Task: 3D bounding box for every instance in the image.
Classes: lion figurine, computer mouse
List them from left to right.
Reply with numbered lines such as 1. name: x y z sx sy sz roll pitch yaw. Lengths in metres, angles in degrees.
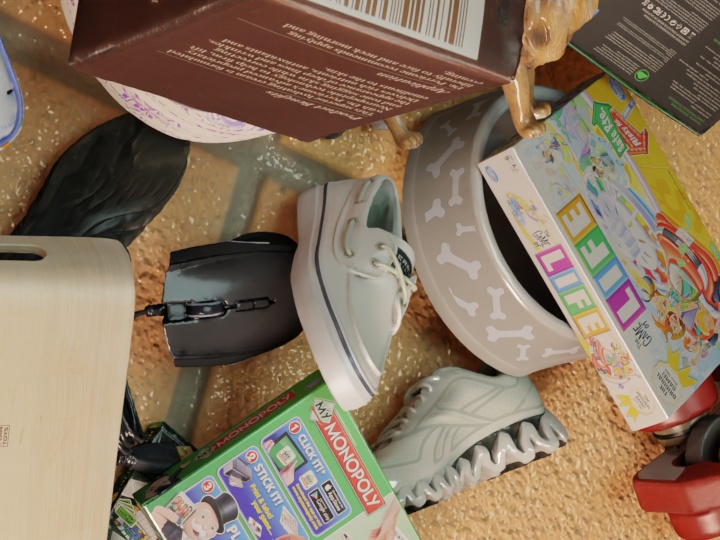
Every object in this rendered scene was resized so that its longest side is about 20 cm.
1. computer mouse: -0.084 0.048 1.217 0.199 0.046 0.142 -2 94 -52
2. lion figurine: 0.057 -0.145 1.274 0.073 0.198 0.124 -56 136 -62

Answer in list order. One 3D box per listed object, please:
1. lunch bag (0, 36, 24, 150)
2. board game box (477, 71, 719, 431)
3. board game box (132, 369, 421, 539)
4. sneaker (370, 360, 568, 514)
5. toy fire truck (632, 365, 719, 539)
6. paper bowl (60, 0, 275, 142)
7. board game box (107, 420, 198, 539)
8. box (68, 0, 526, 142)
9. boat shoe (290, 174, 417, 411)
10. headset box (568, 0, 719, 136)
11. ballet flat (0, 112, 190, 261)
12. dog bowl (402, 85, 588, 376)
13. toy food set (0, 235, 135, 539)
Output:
1. lunch bag: -0.286 -0.101 1.098 0.199 0.075 0.162 -24 102 -36
2. board game box: 0.171 -0.016 1.338 0.134 0.034 0.201 -38 100 -43
3. board game box: -0.030 0.179 1.221 0.134 0.029 0.201 -33 109 -13
4. sneaker: 0.043 0.110 1.320 0.199 0.075 0.082 -19 85 -40
5. toy fire truck: 0.291 0.109 1.430 0.199 0.167 0.113 -30 102 -34
6. paper bowl: -0.090 -0.177 1.225 0.199 0.104 0.203 4 84 -34
7. board game box: -0.077 0.192 1.247 0.200 0.023 0.105 42 61 -24
8. box: -0.030 -0.180 1.083 0.165 0.199 0.166 15 76 -34
9. boat shoe: 0.000 0.000 1.226 0.201 0.066 0.074 -99 163 -52
10. headset box: 0.186 -0.221 1.387 0.173 0.093 0.201 30 34 -30
11. ballet flat: -0.166 -0.022 1.199 0.066 0.057 0.201 34 58 4
12. dog bowl: 0.120 -0.031 1.362 0.199 0.058 0.202 17 63 -37
13. toy food set: -0.207 0.080 1.115 0.142 0.060 0.202 1 104 -27
